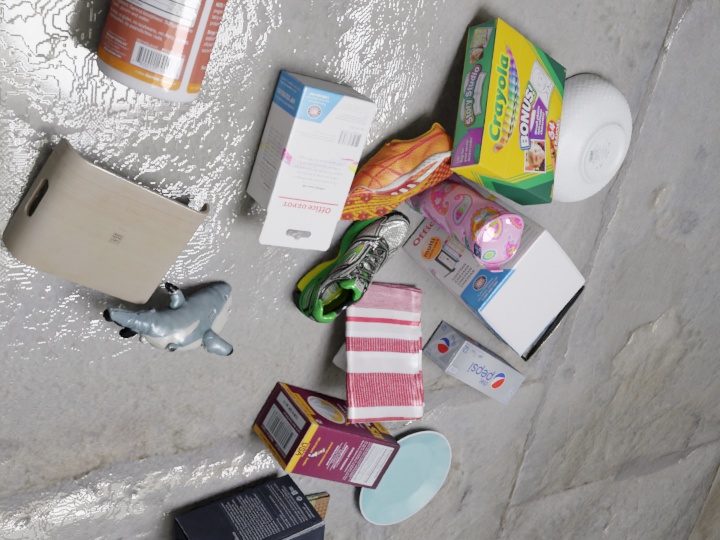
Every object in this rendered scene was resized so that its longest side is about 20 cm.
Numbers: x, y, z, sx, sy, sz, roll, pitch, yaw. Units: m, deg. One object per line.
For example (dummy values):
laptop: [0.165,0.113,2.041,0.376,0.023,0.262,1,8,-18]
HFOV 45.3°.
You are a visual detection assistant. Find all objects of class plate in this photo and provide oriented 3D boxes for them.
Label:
plate: [0.076,0.363,1.531,0.197,0.026,0.204,-18,126,-27]

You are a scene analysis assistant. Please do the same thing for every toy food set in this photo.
toy food set: [-0.287,-0.054,0.993,0.198,0.061,0.144,24,113,-41]

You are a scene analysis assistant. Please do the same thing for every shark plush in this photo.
shark plush: [-0.240,0.052,1.070,0.198,0.090,0.085,7,97,-44]

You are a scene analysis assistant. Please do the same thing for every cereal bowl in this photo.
cereal bowl: [0.353,-0.196,1.349,0.197,0.083,0.204,-19,128,-27]

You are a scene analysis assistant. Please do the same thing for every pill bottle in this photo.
pill bottle: [-0.189,-0.284,0.874,0.111,0.112,0.203,8,112,-39]

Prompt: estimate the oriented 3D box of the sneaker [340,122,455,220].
sneaker: [0.037,-0.130,1.176,0.197,0.078,0.073,-26,151,-2]

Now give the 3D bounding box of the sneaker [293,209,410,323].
sneaker: [0.000,0.000,1.201,0.200,0.085,0.078,-47,122,-4]

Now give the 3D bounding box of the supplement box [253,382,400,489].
supplement box: [-0.048,0.253,1.312,0.198,0.110,0.087,24,102,-43]

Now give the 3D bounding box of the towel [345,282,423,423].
towel: [0.037,0.122,1.283,0.142,0.023,0.205,5,81,-37]

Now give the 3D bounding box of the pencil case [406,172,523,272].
pencil case: [0.139,-0.078,1.182,0.086,0.200,0.089,-16,126,-23]

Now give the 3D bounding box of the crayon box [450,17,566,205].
crayon box: [0.207,-0.212,1.186,0.171,0.058,0.205,18,76,-44]

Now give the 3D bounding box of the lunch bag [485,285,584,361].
lunch bag: [0.282,0.051,1.429,0.165,0.117,0.199,-51,140,2]

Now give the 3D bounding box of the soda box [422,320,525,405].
soda box: [0.194,0.159,1.461,0.199,0.068,0.064,31,96,-44]

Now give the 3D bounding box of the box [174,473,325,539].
box: [-0.169,0.449,1.306,0.194,0.124,0.204,-14,125,-32]

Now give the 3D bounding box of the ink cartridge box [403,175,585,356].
ink cartridge box: [0.191,-0.011,1.263,0.148,0.200,0.144,-49,132,1]

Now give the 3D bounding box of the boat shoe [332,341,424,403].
boat shoe: [0.027,0.171,1.352,0.065,0.074,0.200,-44,123,0]

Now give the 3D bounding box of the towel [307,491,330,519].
towel: [-0.147,0.440,1.418,0.197,0.022,0.149,-2,118,-37]

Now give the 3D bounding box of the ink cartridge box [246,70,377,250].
ink cartridge box: [-0.068,-0.134,1.086,0.113,0.068,0.203,5,113,-38]
